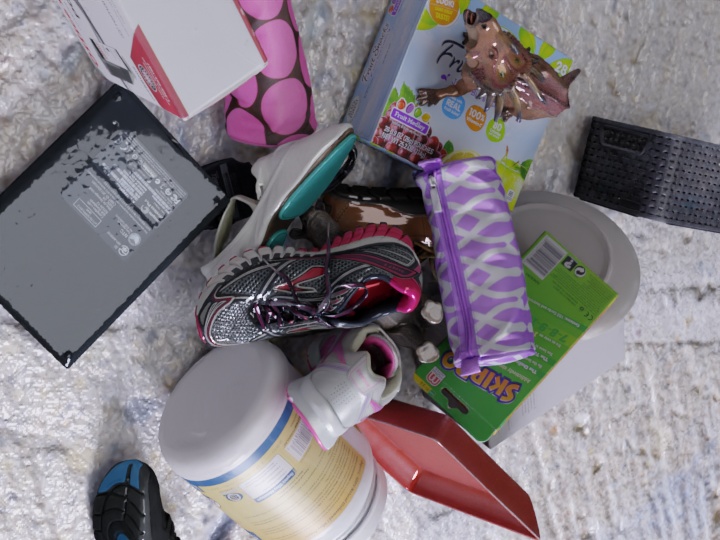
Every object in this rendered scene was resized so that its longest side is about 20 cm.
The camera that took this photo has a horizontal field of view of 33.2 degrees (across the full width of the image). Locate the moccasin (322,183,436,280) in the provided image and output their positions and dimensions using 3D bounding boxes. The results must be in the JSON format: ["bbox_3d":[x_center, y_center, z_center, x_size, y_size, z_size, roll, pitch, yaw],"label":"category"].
[{"bbox_3d":[0.056,-0.037,1.188,0.198,0.074,0.079,0,112,-23],"label":"moccasin"}]

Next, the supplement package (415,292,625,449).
[{"bbox_3d":[0.168,0.068,1.275,0.198,0.119,0.123,-28,128,-24],"label":"supplement package"}]

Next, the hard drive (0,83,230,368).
[{"bbox_3d":[-0.225,-0.038,1.014,0.200,0.033,0.140,-47,106,-13],"label":"hard drive"}]

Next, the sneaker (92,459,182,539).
[{"bbox_3d":[-0.199,0.261,1.136,0.081,0.073,0.203,-23,123,-44],"label":"sneaker"}]

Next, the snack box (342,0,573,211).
[{"bbox_3d":[0.097,-0.174,1.192,0.198,0.067,0.171,23,91,-38],"label":"snack box"}]

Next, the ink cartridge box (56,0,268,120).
[{"bbox_3d":[-0.171,-0.212,0.918,0.082,0.199,0.148,-36,121,-15],"label":"ink cartridge box"}]

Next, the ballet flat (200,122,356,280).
[{"bbox_3d":[-0.080,-0.057,1.048,0.069,0.070,0.201,18,116,-36],"label":"ballet flat"}]

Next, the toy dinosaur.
[{"bbox_3d":[0.145,-0.172,1.100,0.198,0.135,0.087,10,97,-36],"label":"toy dinosaur"}]

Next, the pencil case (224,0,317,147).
[{"bbox_3d":[-0.099,-0.205,1.041,0.091,0.092,0.203,-63,146,-61],"label":"pencil case"}]

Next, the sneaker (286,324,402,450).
[{"bbox_3d":[0.001,0.091,1.094,0.088,0.200,0.082,-33,99,14],"label":"sneaker"}]

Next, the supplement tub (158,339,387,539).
[{"bbox_3d":[-0.077,0.174,1.134,0.145,0.144,0.200,-49,125,-11],"label":"supplement tub"}]

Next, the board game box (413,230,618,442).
[{"bbox_3d":[0.147,0.064,1.155,0.200,0.095,0.030,-45,166,-16],"label":"board game box"}]

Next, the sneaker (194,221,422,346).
[{"bbox_3d":[-0.045,0.020,1.019,0.197,0.075,0.081,-19,130,1],"label":"sneaker"}]

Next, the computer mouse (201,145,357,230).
[{"bbox_3d":[-0.088,-0.083,1.118,0.198,0.034,0.060,-18,103,-31],"label":"computer mouse"}]

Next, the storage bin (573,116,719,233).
[{"bbox_3d":[0.352,-0.102,1.342,0.198,0.135,0.095,6,102,-35],"label":"storage bin"}]

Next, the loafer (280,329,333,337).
[{"bbox_3d":[-0.043,0.033,1.159,0.197,0.070,0.071,-8,110,-32],"label":"loafer"}]

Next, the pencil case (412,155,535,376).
[{"bbox_3d":[0.104,-0.009,1.108,0.085,0.083,0.203,1,73,-58],"label":"pencil case"}]

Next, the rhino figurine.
[{"bbox_3d":[0.000,0.000,1.115,0.200,0.087,0.060,44,89,-13],"label":"rhino figurine"}]

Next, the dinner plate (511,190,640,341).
[{"bbox_3d":[0.188,-0.013,1.230,0.199,0.200,0.024,-30,147,-22],"label":"dinner plate"}]

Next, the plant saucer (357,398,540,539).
[{"bbox_3d":[0.068,0.183,1.205,0.200,0.199,0.037,46,69,-35],"label":"plant saucer"}]
